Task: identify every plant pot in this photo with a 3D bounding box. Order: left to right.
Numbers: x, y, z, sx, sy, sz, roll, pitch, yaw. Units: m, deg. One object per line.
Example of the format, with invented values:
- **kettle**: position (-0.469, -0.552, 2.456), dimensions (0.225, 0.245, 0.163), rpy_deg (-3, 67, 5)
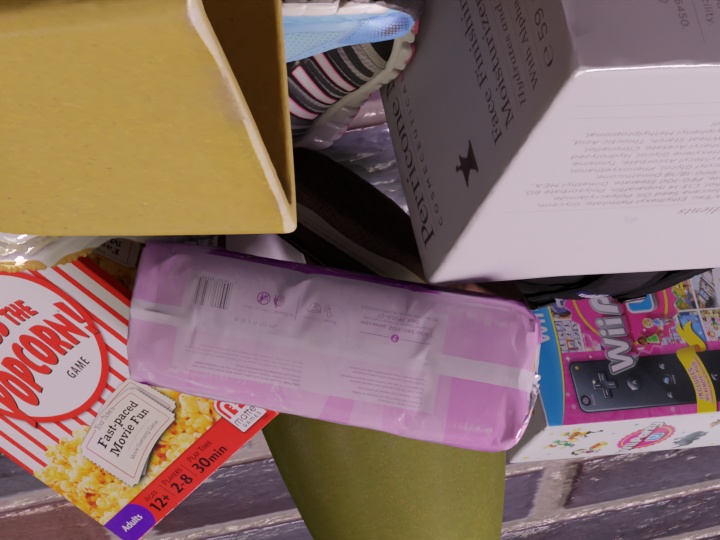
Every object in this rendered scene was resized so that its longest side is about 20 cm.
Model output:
- **plant pot**: position (-0.142, -0.124, 0.761), dimensions (0.199, 0.195, 0.196), rpy_deg (-7, 158, 5)
- **plant pot**: position (0.025, 0.125, 1.398), dimensions (0.186, 0.201, 0.187), rpy_deg (-12, 157, -5)

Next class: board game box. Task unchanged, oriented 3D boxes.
- **board game box**: position (-0.158, 0.045, 1.144), dimensions (0.200, 0.046, 0.151), rpy_deg (38, 127, -12)
- **board game box**: position (0.178, 0.039, 1.352), dimensions (0.199, 0.148, 0.064), rpy_deg (-4, 157, -23)

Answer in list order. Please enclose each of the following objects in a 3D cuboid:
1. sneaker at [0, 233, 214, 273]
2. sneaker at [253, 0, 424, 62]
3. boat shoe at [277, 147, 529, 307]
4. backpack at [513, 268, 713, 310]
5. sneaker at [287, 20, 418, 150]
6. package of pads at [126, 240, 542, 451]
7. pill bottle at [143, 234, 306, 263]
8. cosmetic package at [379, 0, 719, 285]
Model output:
- **sneaker**: position (-0.121, -0.060, 1.054), dimensions (0.075, 0.088, 0.200), rpy_deg (22, -154, 36)
- **sneaker**: position (-0.062, -0.109, 0.919), dimensions (0.199, 0.079, 0.090), rpy_deg (-3, 137, 23)
- **boat shoe**: position (0.002, 0.004, 1.120), dimensions (0.202, 0.075, 0.075), rpy_deg (31, 112, -32)
- **backpack**: position (0.160, -0.052, 1.158), dimensions (0.162, 0.155, 0.200), rpy_deg (-1, -178, -18)
- **sneaker**: position (-0.035, -0.109, 0.986), dimensions (0.087, 0.074, 0.200), rpy_deg (-11, 163, -21)
- **package of pads**: position (-0.009, 0.036, 1.021), dimensions (0.199, 0.076, 0.121), rpy_deg (10, 178, 6)
- **pill bottle**: position (-0.084, 0.029, 1.230), dimensions (0.199, 0.113, 0.113), rpy_deg (-20, 156, 16)
- **cosmetic package**: position (0.115, -0.111, 0.949), dimensions (0.164, 0.166, 0.200), rpy_deg (-4, 154, -20)
